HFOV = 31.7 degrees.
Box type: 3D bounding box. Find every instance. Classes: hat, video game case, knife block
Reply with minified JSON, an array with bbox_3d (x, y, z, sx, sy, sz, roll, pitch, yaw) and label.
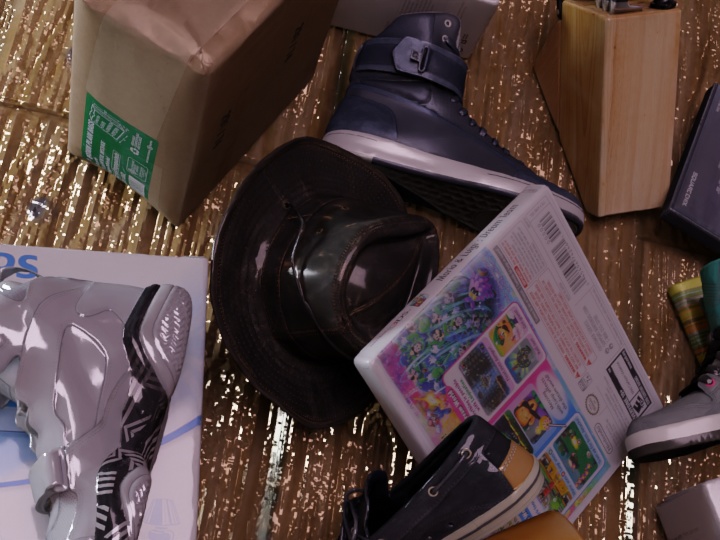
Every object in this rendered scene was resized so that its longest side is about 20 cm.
[{"bbox_3d":[0.000,0.000,0.809,0.201,0.081,0.201,14,72,-47],"label":"hat"},{"bbox_3d":[0.106,0.076,0.830,0.182,0.024,0.200,-43,116,-26],"label":"video game case"},{"bbox_3d":[0.197,-0.163,0.936,0.064,0.176,0.200,-9,68,-17],"label":"knife block"},{"bbox_3d":[0.338,-0.044,0.987,0.200,0.019,0.143,31,57,-4],"label":"video game case"}]

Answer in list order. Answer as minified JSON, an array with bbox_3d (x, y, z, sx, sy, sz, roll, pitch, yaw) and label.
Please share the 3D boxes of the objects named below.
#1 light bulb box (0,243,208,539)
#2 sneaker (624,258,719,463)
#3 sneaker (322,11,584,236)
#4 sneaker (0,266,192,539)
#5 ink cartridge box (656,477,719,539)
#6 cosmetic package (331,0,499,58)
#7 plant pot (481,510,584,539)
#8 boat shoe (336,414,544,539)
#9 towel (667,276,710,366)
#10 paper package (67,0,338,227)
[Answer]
[{"bbox_3d":[-0.194,0.097,0.749,0.198,0.125,0.200,4,66,-12],"label":"light bulb box"},{"bbox_3d":[0.256,0.054,0.885,0.200,0.084,0.121,-15,76,-23],"label":"sneaker"},{"bbox_3d":[0.082,-0.111,0.939,0.202,0.077,0.146,20,65,-3],"label":"sneaker"},{"bbox_3d":[-0.161,0.086,0.652,0.115,0.075,0.200,15,58,-7],"label":"sneaker"},{"bbox_3d":[0.305,0.220,0.827,0.145,0.084,0.200,-13,71,-14],"label":"ink cartridge box"},{"bbox_3d":[0.005,-0.248,0.981,0.200,0.085,0.108,11,66,-9],"label":"cosmetic package"},{"bbox_3d":[0.066,0.262,0.710,0.183,0.200,0.200,-22,71,-5],"label":"plant pot"},{"bbox_3d":[0.014,0.154,0.759,0.200,0.075,0.062,-36,100,17],"label":"boat shoe"},{"bbox_3d":[0.299,0.092,0.933,0.086,0.018,0.200,-13,70,-13],"label":"towel"},{"bbox_3d":[-0.101,-0.159,0.848,0.103,0.200,0.191,36,62,4],"label":"paper package"}]
